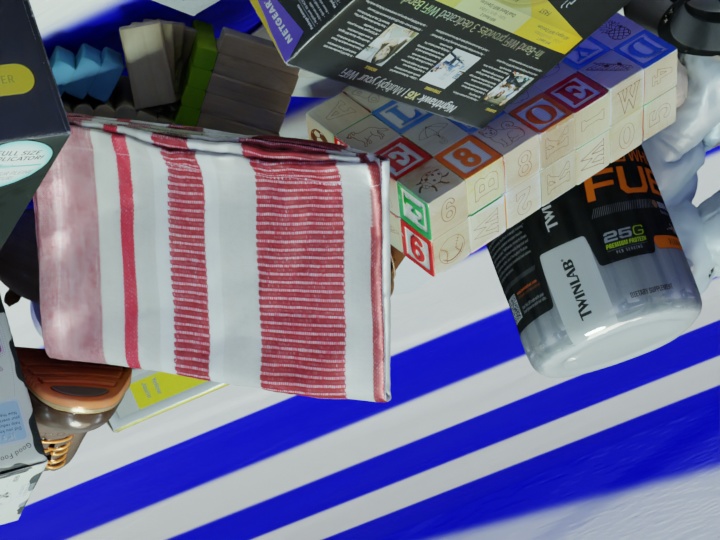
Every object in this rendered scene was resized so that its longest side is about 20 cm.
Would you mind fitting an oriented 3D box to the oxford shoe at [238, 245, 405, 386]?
[{"bbox_3d":[0.000,0.000,1.158,0.071,0.071,0.200,5,-132,46],"label":"oxford shoe"}]

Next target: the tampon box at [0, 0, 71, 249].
[{"bbox_3d":[-0.242,-0.063,0.881,0.150,0.126,0.200,-11,163,-28],"label":"tampon box"}]

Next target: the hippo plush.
[{"bbox_3d":[0.223,-0.062,1.376,0.200,0.161,0.159,-17,165,-7],"label":"hippo plush"}]

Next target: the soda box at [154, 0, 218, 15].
[{"bbox_3d":[-0.107,-0.168,0.804,0.068,0.064,0.200,-26,163,23],"label":"soda box"}]

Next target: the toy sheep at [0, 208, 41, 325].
[{"bbox_3d":[-0.136,-0.007,1.199,0.200,0.138,0.138,7,154,-24],"label":"toy sheep"}]

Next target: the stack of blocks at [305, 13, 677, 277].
[{"bbox_3d":[0.081,-0.092,1.156,0.200,0.115,0.059,-32,138,-24],"label":"stack of blocks"}]

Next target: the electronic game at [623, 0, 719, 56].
[{"bbox_3d":[0.265,-0.188,1.217,0.200,0.042,0.200,-10,163,-3],"label":"electronic game"}]

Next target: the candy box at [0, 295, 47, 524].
[{"bbox_3d":[-0.243,0.043,1.107,0.061,0.200,0.136,-13,163,-21],"label":"candy box"}]

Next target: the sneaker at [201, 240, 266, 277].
[{"bbox_3d":[-0.081,0.001,1.078,0.200,0.067,0.090,-29,145,30],"label":"sneaker"}]

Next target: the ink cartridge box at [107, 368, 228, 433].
[{"bbox_3d":[-0.066,0.035,1.321,0.200,0.047,0.198,-21,-174,12],"label":"ink cartridge box"}]

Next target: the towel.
[{"bbox_3d":[-0.081,-0.005,0.999,0.200,0.144,0.023,7,-154,18],"label":"towel"}]

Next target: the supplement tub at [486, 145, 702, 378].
[{"bbox_3d":[0.140,-0.040,1.279,0.122,0.200,0.123,-18,164,-5],"label":"supplement tub"}]

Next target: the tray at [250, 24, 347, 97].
[{"bbox_3d":[0.008,-0.147,1.093,0.107,0.022,0.200,-3,158,-47],"label":"tray"}]

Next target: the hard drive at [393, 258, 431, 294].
[{"bbox_3d":[-0.008,-0.007,1.542,0.200,0.027,0.132,-6,160,-37],"label":"hard drive"}]

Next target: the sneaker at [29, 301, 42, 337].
[{"bbox_3d":[-0.127,-0.006,1.306,0.200,0.079,0.079,-23,179,-29],"label":"sneaker"}]

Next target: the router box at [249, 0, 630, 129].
[{"bbox_3d":[0.060,-0.156,0.996,0.157,0.052,0.200,-40,155,22],"label":"router box"}]

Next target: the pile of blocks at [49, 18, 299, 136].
[{"bbox_3d":[-0.132,-0.102,1.041,0.200,0.082,0.062,-8,-154,-5],"label":"pile of blocks"}]

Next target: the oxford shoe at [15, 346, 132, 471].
[{"bbox_3d":[-0.179,0.087,1.145,0.071,0.073,0.200,6,180,-14],"label":"oxford shoe"}]
